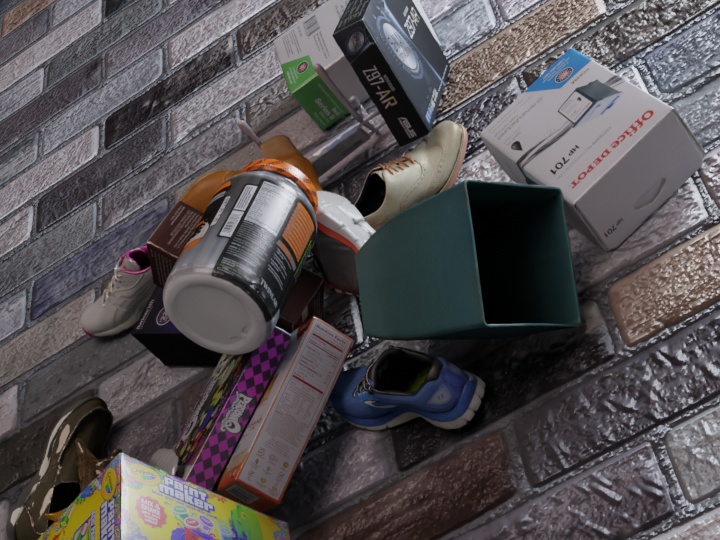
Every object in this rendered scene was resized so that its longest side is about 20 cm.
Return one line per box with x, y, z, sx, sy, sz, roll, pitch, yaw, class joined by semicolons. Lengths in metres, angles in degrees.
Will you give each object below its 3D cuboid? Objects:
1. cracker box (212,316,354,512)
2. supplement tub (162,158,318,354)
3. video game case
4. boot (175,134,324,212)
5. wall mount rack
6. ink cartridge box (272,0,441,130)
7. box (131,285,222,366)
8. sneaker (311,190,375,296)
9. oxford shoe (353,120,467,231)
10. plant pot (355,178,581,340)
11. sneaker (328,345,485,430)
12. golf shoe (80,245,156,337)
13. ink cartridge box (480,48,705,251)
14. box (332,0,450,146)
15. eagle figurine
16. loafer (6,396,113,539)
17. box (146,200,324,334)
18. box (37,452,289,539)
-0.091;0.159;1.538;0.201;0.057;0.134;-64;13;-27;cracker box
-0.120;-0.020;1.532;0.122;0.123;0.201;-14;35;33;supplement tub
-0.155;0.159;1.584;0.201;0.036;0.181;-63;12;-16;video game case
-0.137;-0.065;1.713;0.201;0.071;0.144;-37;42;9;boot
-0.059;-0.174;1.796;0.200;0.174;0.075;-36;76;9;wall mount rack
-0.006;-0.303;1.935;0.199;0.084;0.146;-34;38;12;ink cartridge box
-0.174;0.016;1.786;0.141;0.079;0.201;-5;51;43;box
0.000;0.000;1.623;0.200;0.077;0.082;49;125;26;sneaker
0.053;-0.106;1.694;0.071;0.074;0.200;17;66;49;oxford shoe
0.094;0.004;1.464;0.199;0.141;0.142;-17;76;47;plant pot
0.032;0.111;1.486;0.199;0.089;0.079;-9;48;46;sneaker
-0.299;0.015;1.890;0.199;0.092;0.076;-31;39;18;golf shoe
0.243;-0.132;1.538;0.146;0.086;0.200;-43;35;-1;ink cartridge box
0.041;-0.264;1.750;0.043;0.161;0.200;-23;23;23;box
-0.261;0.271;1.541;0.150;0.201;0.152;21;54;33;eagle figurine
-0.344;0.247;1.731;0.069;0.075;0.201;10;65;34;loafer
-0.141;0.012;1.653;0.199;0.100;0.075;30;64;13;box
-0.198;0.305;1.380;0.193;0.199;0.122;-46;33;27;box
